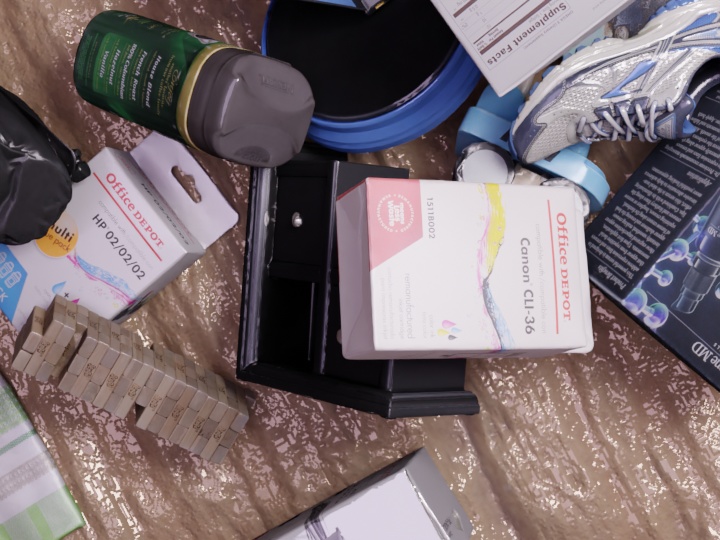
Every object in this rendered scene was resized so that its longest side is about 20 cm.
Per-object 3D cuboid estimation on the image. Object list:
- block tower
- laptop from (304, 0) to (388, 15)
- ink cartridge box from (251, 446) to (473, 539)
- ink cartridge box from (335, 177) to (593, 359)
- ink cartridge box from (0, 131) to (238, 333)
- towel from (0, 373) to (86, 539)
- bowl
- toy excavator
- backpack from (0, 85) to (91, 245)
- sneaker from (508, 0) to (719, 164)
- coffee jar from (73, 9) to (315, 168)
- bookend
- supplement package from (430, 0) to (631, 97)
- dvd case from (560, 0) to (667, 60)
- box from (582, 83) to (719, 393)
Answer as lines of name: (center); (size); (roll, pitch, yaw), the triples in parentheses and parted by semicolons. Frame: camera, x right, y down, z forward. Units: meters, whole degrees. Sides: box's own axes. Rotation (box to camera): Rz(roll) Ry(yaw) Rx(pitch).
block tower: (-0.182, 0.090, 1.020); (0.199, 0.058, 0.054); (28, 105, -20)
laptop: (-0.032, -0.303, 0.969); (0.199, 0.116, 0.188); (-35, 58, 6)
ink cartridge box: (-0.018, 0.228, 0.998); (0.199, 0.145, 0.084); (-30, 85, 7)
ink cartridge box: (0.088, 0.001, 0.868); (0.198, 0.067, 0.118); (0, 81, -21)
ink cartridge box: (-0.216, -0.024, 1.057); (0.200, 0.068, 0.115); (-40, 87, 6)
towel: (-0.352, 0.176, 1.098); (0.149, 0.031, 0.201); (-33, 87, 8)
bowl: (0.009, -0.195, 0.999); (0.199, 0.039, 0.202); (-9, 68, 22)
toy excavator: (0.128, -0.135, 1.010); (0.193, 0.100, 0.201); (27, 80, 7)
backpack: (-0.334, -0.106, 1.012); (0.127, 0.200, 0.167); (-51, 130, 2)
sneaker: (0.202, -0.129, 0.908); (0.199, 0.077, 0.086); (-32, 68, 5)
coffee jar: (-0.133, -0.144, 0.984); (0.199, 0.104, 0.086); (24, 100, 41)
bookend: (0.000, 0.000, 0.963); (0.199, 0.092, 0.201); (8, 94, 51)
supplement package: (0.148, -0.225, 0.868); (0.155, 0.200, 0.111); (-36, 91, 27)
dvd case: (0.218, -0.244, 0.982); (0.145, 0.022, 0.201); (-9, 110, 12)
box: (0.285, -0.029, 0.947); (0.148, 0.107, 0.200); (37, 97, -24)
